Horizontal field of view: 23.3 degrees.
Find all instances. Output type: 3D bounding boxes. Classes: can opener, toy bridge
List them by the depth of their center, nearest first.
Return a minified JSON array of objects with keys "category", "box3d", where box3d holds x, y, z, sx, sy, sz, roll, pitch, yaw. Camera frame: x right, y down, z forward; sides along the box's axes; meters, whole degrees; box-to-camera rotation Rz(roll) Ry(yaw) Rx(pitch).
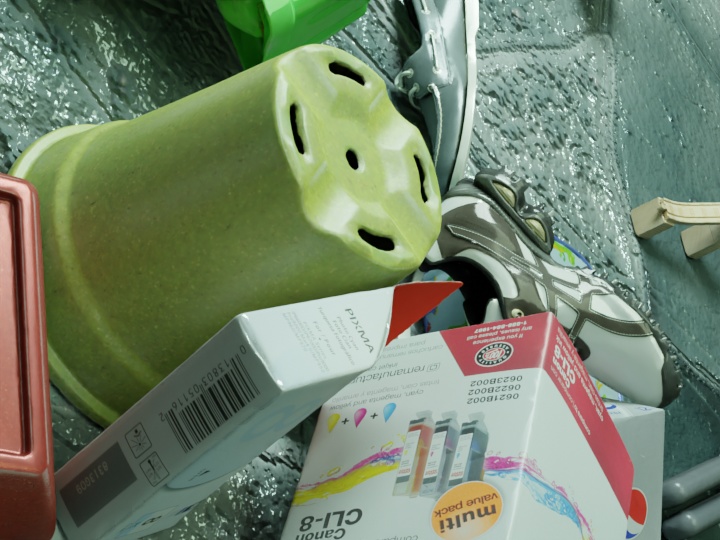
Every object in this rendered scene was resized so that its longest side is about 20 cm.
[{"category":"can opener","box3d":[0.302,0.171,1.419,0.200,0.066,0.053,-11,77,-50]},{"category":"toy bridge","box3d":[0.322,-0.036,1.577,0.200,0.067,0.027,16,55,-48]}]

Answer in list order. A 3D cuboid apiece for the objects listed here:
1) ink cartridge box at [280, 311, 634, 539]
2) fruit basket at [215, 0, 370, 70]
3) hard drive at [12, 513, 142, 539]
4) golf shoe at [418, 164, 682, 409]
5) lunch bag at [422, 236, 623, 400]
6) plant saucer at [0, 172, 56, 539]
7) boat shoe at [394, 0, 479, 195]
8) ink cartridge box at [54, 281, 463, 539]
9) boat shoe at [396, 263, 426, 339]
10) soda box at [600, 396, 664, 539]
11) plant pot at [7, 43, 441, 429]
[{"category":"ink cartridge box","box3d":[0.055,0.152,0.980,0.145,0.145,0.201,59,32,-35]},{"category":"fruit basket","box3d":[-0.106,-0.220,1.108,0.214,0.156,0.217,2,78,-9]},{"category":"hard drive","box3d":[-0.103,0.205,0.889,0.200,0.027,0.133,26,48,-41]},{"category":"golf shoe","box3d":[0.117,0.031,1.128,0.200,0.078,0.095,44,63,1]},{"category":"lunch bag","box3d":[0.117,0.070,1.222,0.160,0.082,0.201,24,50,-41]},{"category":"plant saucer","box3d":[-0.226,0.019,0.817,0.199,0.037,0.201,14,58,-37]},{"category":"boat shoe","box3d":[0.056,-0.143,1.323,0.061,0.073,0.201,5,62,-2]},{"category":"ink cartridge box","box3d":[-0.042,0.073,0.901,0.200,0.160,0.047,-7,61,-55]},{"category":"boat shoe","box3d":[0.000,0.000,1.121,0.060,0.075,0.201,41,39,-38]},{"category":"soda box","box3d":[0.148,0.185,1.120,0.068,0.063,0.201,-6,100,-41]},{"category":"plant pot","box3d":[-0.064,-0.025,0.956,0.200,0.184,0.201,31,45,-38]}]
